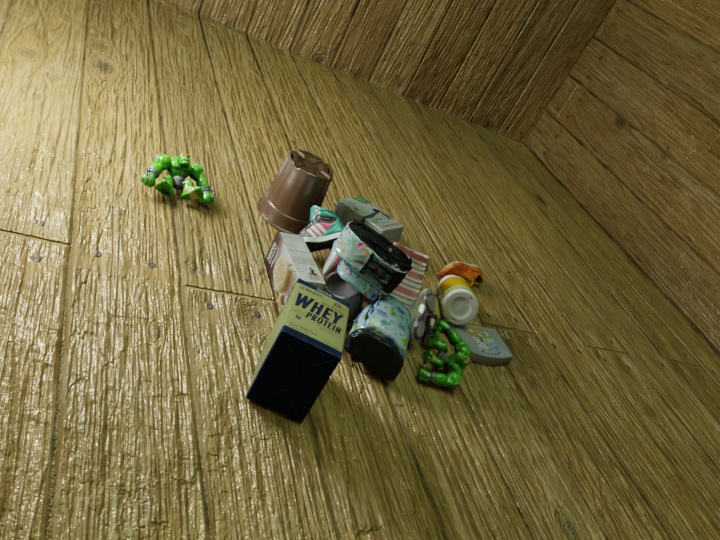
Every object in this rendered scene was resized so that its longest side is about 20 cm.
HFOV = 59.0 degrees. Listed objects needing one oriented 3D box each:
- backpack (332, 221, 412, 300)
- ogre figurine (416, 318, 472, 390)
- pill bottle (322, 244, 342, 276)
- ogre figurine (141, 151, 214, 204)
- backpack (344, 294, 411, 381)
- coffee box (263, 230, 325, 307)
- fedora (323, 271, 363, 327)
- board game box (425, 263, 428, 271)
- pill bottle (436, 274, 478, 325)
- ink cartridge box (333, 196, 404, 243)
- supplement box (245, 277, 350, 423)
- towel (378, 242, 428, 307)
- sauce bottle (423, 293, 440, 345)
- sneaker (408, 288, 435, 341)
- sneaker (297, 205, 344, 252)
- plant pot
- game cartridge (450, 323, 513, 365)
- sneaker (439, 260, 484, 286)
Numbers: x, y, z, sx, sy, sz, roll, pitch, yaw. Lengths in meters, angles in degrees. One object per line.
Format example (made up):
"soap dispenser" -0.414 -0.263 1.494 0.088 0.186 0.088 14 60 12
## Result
"backpack" 0.019 -0.031 1.666 0.200 0.151 0.178 42 16 -5
"ogre figurine" 0.231 0.233 1.702 0.119 0.099 0.201 31 32 -4
"pill bottle" 0.000 0.000 1.827 0.198 0.113 0.113 25 30 -10
"ogre figurine" -0.504 -0.259 1.761 0.196 0.099 0.122 1 57 -20
"backpack" 0.055 0.157 1.628 0.162 0.155 0.200 35 16 -5
"coffee box" -0.174 0.007 1.653 0.079 0.115 0.201 8 36 -34
"fedora" -0.050 0.064 1.702 0.198 0.091 0.177 -4 45 -46
"board game box" 0.102 -0.031 1.944 0.118 0.033 0.199 9 2 -31
"pill bottle" 0.292 0.082 1.954 0.110 0.112 0.200 26 15 -8
"ink cartridge box" 0.025 -0.153 2.087 0.199 0.084 0.146 37 27 23
"supplement box" -0.129 0.168 1.361 0.133 0.201 0.201 26 28 -10
"towel" 0.121 0.035 1.810 0.145 0.204 0.030 19 -10 -39
"sauce bottle" 0.200 0.144 1.845 0.064 0.065 0.201 25 31 -9
"sneaker" 0.148 0.116 1.783 0.201 0.098 0.076 -55 131 -45
"sneaker" -0.141 -0.125 1.848 0.197 0.084 0.122 -10 66 -21
"plant pot" -0.189 -0.244 1.932 0.198 0.200 0.201 22 30 -13
"game cartridge" 0.363 0.223 1.906 0.197 0.042 0.134 11 31 -33
"sneaker" 0.352 0.014 2.177 0.197 0.073 0.078 3 49 -35
